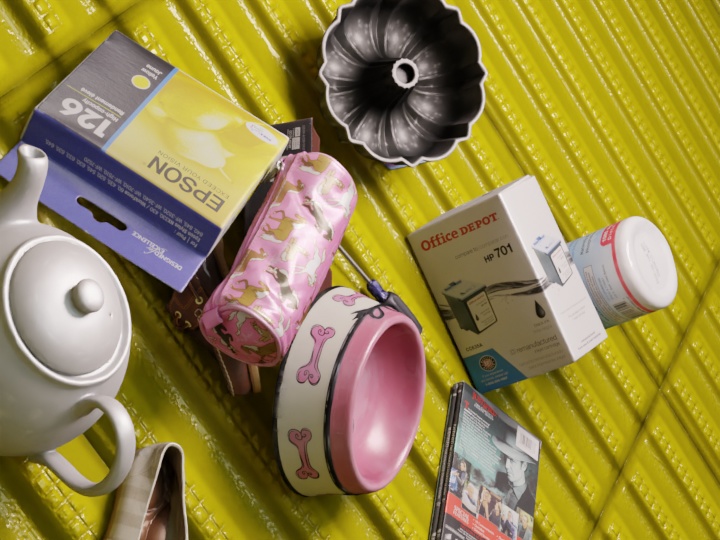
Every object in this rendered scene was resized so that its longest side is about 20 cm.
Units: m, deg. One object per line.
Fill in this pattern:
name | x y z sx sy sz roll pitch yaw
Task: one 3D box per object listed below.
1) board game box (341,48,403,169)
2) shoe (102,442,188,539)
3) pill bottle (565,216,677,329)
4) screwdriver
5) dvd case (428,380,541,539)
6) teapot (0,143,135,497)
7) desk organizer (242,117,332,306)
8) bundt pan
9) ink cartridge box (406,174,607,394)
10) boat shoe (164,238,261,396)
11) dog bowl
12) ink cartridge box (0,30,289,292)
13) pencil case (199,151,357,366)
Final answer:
board game box | 0.055 -0.205 1.665 0.199 0.039 0.160 -17 85 -50
shoe | -0.177 0.234 1.174 0.070 0.053 0.202 28 52 -37
pill bottle | 0.258 0.020 1.662 0.108 0.199 0.110 24 55 -40
screwdriver | 0.000 0.000 1.515 0.200 0.028 0.029 50 11 -19
dvd case | 0.139 0.241 1.560 0.146 0.022 0.202 37 48 -32
teapot | -0.248 0.046 1.113 0.200 0.145 0.199 42 45 -28
desk organizer | -0.069 -0.039 1.400 0.077 0.071 0.202 55 31 -60
bundt pan | 0.035 -0.210 1.575 0.199 0.076 0.205 2 85 -21
ink cartridge box | 0.162 0.017 1.597 0.086 0.146 0.202 -29 94 -49
boat shoe | -0.147 0.024 1.311 0.070 0.070 0.202 -17 80 -13
dog bowl | -0.004 0.119 1.345 0.200 0.073 0.203 -32 126 -59
ink cartridge box | -0.190 -0.105 1.275 0.196 0.047 0.201 32 43 -1
pencil case | -0.071 -0.011 1.273 0.086 0.083 0.201 18 56 7
